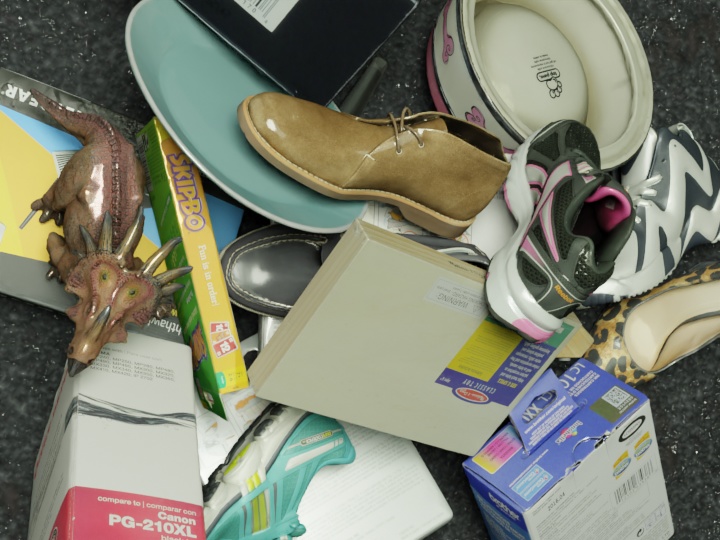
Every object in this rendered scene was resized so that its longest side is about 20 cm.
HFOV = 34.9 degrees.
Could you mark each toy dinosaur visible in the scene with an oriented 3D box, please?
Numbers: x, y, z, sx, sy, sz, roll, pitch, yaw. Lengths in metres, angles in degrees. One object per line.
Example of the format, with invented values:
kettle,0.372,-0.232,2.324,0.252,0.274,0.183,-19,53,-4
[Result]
toy dinosaur,-0.163,-0.035,0.732,0.085,0.135,0.202,-10,82,-18

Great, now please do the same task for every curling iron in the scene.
curling iron,-0.026,-0.084,0.910,0.049,0.025,0.201,35,69,-36

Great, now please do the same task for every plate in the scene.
plate,-0.075,-0.099,0.753,0.200,0.026,0.201,33,34,-26

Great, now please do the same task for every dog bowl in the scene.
dog bowl,0.139,-0.159,0.922,0.199,0.074,0.202,13,65,-30

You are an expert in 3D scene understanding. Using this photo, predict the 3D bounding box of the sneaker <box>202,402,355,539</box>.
sneaker,-0.079,0.176,0.807,0.080,0.077,0.200,44,69,-6

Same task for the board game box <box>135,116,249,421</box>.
board game box,-0.114,-0.001,0.777,0.030,0.095,0.202,-11,93,-18

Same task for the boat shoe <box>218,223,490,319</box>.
boat shoe,0.000,0.000,0.787,0.198,0.063,0.073,3,87,-11

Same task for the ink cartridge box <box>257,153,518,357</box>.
ink cartridge box,0.026,-0.001,0.846,0.198,0.045,0.178,3,87,-11

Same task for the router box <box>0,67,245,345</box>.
router box,-0.191,-0.039,0.829,0.199,0.051,0.150,19,80,-19

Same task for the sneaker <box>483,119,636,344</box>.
sneaker,0.149,-0.038,0.769,0.080,0.086,0.201,38,41,-21

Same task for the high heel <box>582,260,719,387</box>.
high heel,0.271,0.043,0.944,0.199,0.142,0.072,-36,98,-19

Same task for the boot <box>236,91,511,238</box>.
boot,0.014,-0.086,0.753,0.199,0.075,0.074,16,46,-33

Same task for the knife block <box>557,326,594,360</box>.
knife block,0.085,-0.016,0.919,0.198,0.064,0.177,2,88,-16

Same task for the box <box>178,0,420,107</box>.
box,-0.052,-0.248,0.810,0.196,0.117,0.200,39,32,-14

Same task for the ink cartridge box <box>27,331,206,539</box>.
ink cartridge box,-0.160,0.154,0.729,0.084,0.201,0.145,13,121,-20

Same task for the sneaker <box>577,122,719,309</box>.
sneaker,0.230,-0.059,0.971,0.198,0.079,0.130,-29,95,-20

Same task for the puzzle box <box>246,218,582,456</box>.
puzzle box,0.040,0.052,0.765,0.199,0.025,0.133,21,115,-36

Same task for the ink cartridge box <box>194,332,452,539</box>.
ink cartridge box,-0.046,0.146,0.885,0.159,0.047,0.201,-27,79,-19

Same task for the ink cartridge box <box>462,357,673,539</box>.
ink cartridge box,0.163,0.167,0.885,0.136,0.076,0.201,-37,132,-19
